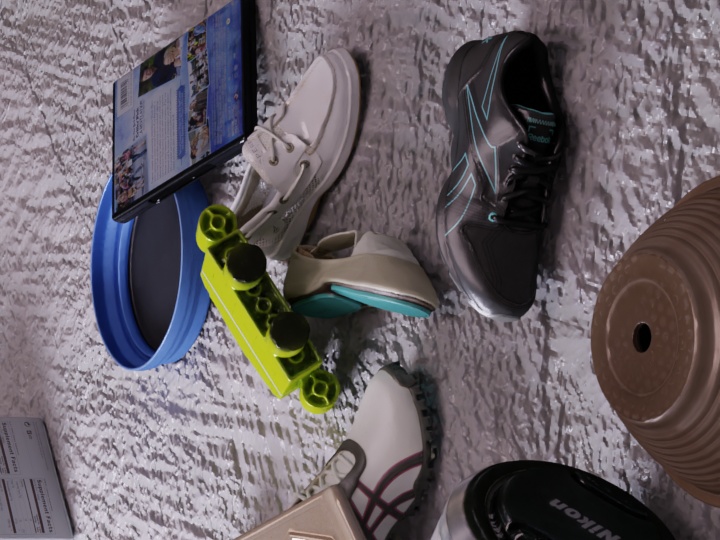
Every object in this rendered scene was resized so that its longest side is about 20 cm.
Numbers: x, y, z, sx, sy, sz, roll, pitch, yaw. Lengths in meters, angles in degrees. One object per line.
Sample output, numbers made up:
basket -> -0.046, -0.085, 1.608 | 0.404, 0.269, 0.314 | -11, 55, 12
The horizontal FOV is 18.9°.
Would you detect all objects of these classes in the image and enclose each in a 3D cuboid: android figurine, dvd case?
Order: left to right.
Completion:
dvd case -> -0.156, -0.139, 1.890 | 0.200, 0.018, 0.143 | -27, 57, 44
android figurine -> -0.077, 0.036, 1.693 | 0.182, 0.041, 0.200 | 57, 171, 7

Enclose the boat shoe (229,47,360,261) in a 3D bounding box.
boat shoe -> -0.060, -0.090, 1.723 | 0.071, 0.069, 0.200 | 60, 136, 45

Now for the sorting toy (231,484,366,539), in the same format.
sorting toy -> -0.038, 0.271, 1.565 | 0.200, 0.036, 0.185 | -33, 78, 36

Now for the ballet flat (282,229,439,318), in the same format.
ballet flat -> 0.000, 0.000, 1.627 | 0.200, 0.069, 0.070 | -2, 86, 60

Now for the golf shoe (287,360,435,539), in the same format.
golf shoe -> -0.003, 0.165, 1.593 | 0.077, 0.088, 0.200 | 31, 113, 58

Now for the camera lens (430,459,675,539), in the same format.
camera lens -> 0.102, 0.231, 1.336 | 0.160, 0.160, 0.200 | 55, 133, 46

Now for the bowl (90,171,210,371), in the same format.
bowl -> -0.189, -0.008, 1.966 | 0.201, 0.039, 0.201 | -8, 81, 59

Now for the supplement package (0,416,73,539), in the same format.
supplement package -> -0.392, 0.271, 2.218 | 0.200, 0.111, 0.156 | -59, 41, 40

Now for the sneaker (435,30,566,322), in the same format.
sneaker -> 0.097, -0.067, 1.453 | 0.079, 0.075, 0.200 | -19, 72, 55

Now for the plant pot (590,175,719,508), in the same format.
plant pot -> 0.199, 0.041, 1.255 | 0.201, 0.093, 0.201 | -4, 86, 60
